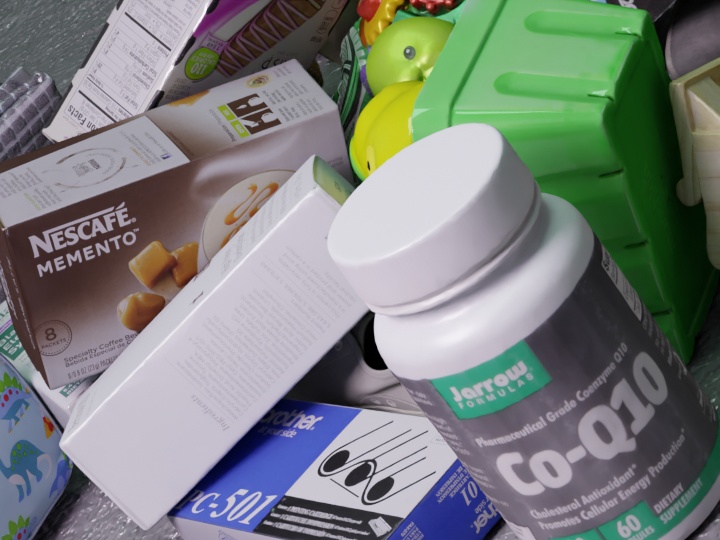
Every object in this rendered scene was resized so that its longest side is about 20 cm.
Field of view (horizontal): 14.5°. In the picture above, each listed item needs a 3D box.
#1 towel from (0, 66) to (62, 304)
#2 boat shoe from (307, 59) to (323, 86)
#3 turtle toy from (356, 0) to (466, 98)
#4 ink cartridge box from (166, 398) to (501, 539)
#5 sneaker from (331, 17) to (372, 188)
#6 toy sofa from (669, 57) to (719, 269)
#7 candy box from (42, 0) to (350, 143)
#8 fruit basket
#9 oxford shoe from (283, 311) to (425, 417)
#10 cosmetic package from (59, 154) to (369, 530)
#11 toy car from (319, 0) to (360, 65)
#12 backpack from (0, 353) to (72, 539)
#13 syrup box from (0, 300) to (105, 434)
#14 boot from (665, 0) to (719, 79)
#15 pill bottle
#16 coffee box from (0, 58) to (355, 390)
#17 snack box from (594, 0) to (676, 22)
[{"bbox_3d":[-0.239,-0.019,1.868,0.086,0.166,0.200,-3,42,46],"label":"towel"},{"bbox_3d":[-0.075,-0.045,1.771,0.200,0.072,0.076,-60,38,23],"label":"boat shoe"},{"bbox_3d":[0.050,-0.142,1.683,0.200,0.101,0.146,-93,25,-59],"label":"turtle toy"},{"bbox_3d":[-0.010,0.118,1.461,0.094,0.044,0.200,-47,25,-23],"label":"ink cartridge box"},{"bbox_3d":[-0.002,-0.093,1.787,0.085,0.078,0.200,-32,24,17],"label":"sneaker"},{"bbox_3d":[0.255,-0.058,1.364,0.200,0.098,0.083,0,19,39],"label":"toy sofa"},{"bbox_3d":[-0.082,-0.141,1.665,0.061,0.136,0.200,41,108,25],"label":"candy box"},{"bbox_3d":[0.069,-0.042,1.448,0.216,0.216,0.156,-18,31,36],"label":"fruit basket"},{"bbox_3d":[-0.001,0.046,1.564,0.200,0.058,0.075,-2,46,56],"label":"oxford shoe"},{"bbox_3d":[-0.069,0.037,1.531,0.200,0.074,0.102,-44,9,8],"label":"cosmetic package"},{"bbox_3d":[-0.030,-0.244,1.903,0.164,0.200,0.158,-29,-18,-1],"label":"toy car"},{"bbox_3d":[-0.278,0.104,1.657,0.147,0.200,0.183,-10,35,45],"label":"backpack"},{"bbox_3d":[-0.162,0.063,1.719,0.079,0.081,0.200,-41,26,-12],"label":"syrup box"},{"bbox_3d":[0.248,-0.138,1.541,0.200,0.073,0.182,-7,24,38],"label":"boot"},{"bbox_3d":[0.077,0.037,1.300,0.113,0.200,0.113,-30,25,16],"label":"pill bottle"},{"bbox_3d":[-0.106,-0.027,1.602,0.200,0.114,0.080,-20,33,-13],"label":"coffee box"},{"bbox_3d":[0.163,-0.168,1.655,0.116,0.037,0.200,-50,2,-28],"label":"snack box"}]
